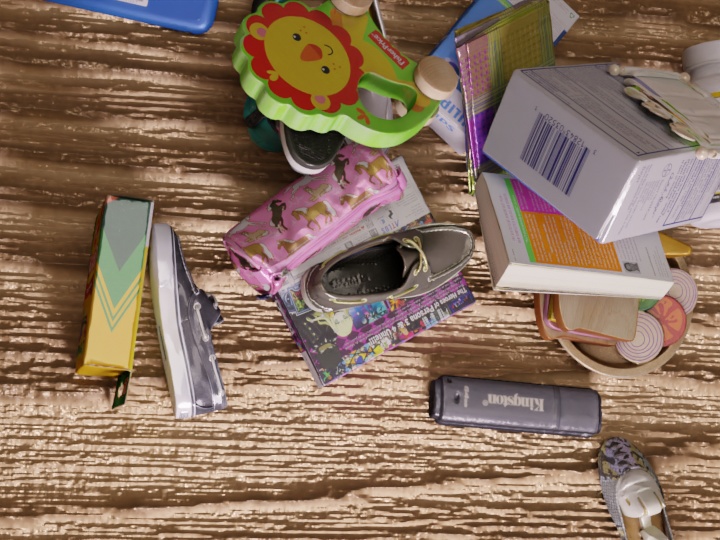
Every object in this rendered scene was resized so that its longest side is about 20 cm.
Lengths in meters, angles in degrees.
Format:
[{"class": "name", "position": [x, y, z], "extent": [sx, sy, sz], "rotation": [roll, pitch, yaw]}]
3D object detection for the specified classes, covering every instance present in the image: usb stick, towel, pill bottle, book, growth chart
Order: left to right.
[{"class": "towel", "position": [0.160, -0.188, 1.704], "extent": [0.143, 0.023, 0.202], "rotation": [-31, 126, -32]}, {"class": "usb stick", "position": [0.171, 0.149, 1.724], "extent": [0.197, 0.033, 0.056], "rotation": [6, 82, -14]}, {"class": "book", "position": [0.228, -0.040, 1.684], "extent": [0.197, 0.048, 0.135], "rotation": [5, 53, -19]}, {"class": "growth chart", "position": [0.348, -0.169, 1.665], "extent": [0.143, 0.200, 0.018], "rotation": [4, 123, -32]}, {"class": "pill bottle", "position": [0.419, -0.155, 1.792], "extent": [0.111, 0.112, 0.203], "rotation": [-2, 83, -15]}]

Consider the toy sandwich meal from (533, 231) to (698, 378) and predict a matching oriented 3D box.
[{"class": "toy sandwich meal", "position": [0.291, 0.023, 1.754], "extent": [0.202, 0.070, 0.208], "rotation": [2, 82, -15]}]

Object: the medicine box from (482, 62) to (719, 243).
[{"class": "medicine box", "position": [0.265, -0.130, 1.666], "extent": [0.199, 0.104, 0.182], "rotation": [-10, 42, -46]}]

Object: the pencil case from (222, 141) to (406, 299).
[{"class": "pencil case", "position": [-0.047, -0.057, 1.630], "extent": [0.199, 0.083, 0.087], "rotation": [-39, 85, -18]}]

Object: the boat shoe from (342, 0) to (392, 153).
[{"class": "boat shoe", "position": [0.004, -0.219, 1.708], "extent": [0.070, 0.070, 0.203], "rotation": [-2, 83, -16]}]

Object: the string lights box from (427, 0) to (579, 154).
[{"class": "string lights box", "position": [0.142, -0.240, 1.755], "extent": [0.103, 0.059, 0.200], "rotation": [42, 74, -7]}]

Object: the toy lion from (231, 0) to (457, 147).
[{"class": "toy lion", "position": [-0.025, -0.200, 1.593], "extent": [0.200, 0.069, 0.192], "rotation": [44, 51, 4]}]

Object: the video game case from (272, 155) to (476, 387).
[{"class": "video game case", "position": [0.000, 0.000, 1.695], "extent": [0.199, 0.036, 0.183], "rotation": [-28, 89, -17]}]

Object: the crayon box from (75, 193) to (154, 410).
[{"class": "crayon box", "position": [-0.250, 0.035, 1.575], "extent": [0.050, 0.127, 0.203], "rotation": [8, 80, -13]}]

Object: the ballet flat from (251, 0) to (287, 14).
[{"class": "ballet flat", "position": [-0.062, -0.342, 1.715], "extent": [0.068, 0.068, 0.200], "rotation": [47, 63, 5]}]

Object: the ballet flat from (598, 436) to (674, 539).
[{"class": "ballet flat", "position": [0.316, 0.280, 1.728], "extent": [0.071, 0.072, 0.203], "rotation": [-14, 86, -17]}]

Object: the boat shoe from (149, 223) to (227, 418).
[{"class": "boat shoe", "position": [-0.175, 0.049, 1.622], "extent": [0.067, 0.072, 0.203], "rotation": [-9, 88, -14]}]

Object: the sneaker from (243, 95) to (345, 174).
[{"class": "sneaker", "position": [-0.074, -0.155, 1.649], "extent": [0.083, 0.121, 0.202], "rotation": [19, 47, -20]}]

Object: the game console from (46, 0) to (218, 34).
[{"class": "game console", "position": [-0.241, -0.367, 1.689], "extent": [0.198, 0.119, 0.173], "rotation": [11, 111, -13]}]

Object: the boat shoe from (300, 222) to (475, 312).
[{"class": "boat shoe", "position": [0.037, -0.004, 1.654], "extent": [0.200, 0.060, 0.073], "rotation": [-17, 87, -17]}]
